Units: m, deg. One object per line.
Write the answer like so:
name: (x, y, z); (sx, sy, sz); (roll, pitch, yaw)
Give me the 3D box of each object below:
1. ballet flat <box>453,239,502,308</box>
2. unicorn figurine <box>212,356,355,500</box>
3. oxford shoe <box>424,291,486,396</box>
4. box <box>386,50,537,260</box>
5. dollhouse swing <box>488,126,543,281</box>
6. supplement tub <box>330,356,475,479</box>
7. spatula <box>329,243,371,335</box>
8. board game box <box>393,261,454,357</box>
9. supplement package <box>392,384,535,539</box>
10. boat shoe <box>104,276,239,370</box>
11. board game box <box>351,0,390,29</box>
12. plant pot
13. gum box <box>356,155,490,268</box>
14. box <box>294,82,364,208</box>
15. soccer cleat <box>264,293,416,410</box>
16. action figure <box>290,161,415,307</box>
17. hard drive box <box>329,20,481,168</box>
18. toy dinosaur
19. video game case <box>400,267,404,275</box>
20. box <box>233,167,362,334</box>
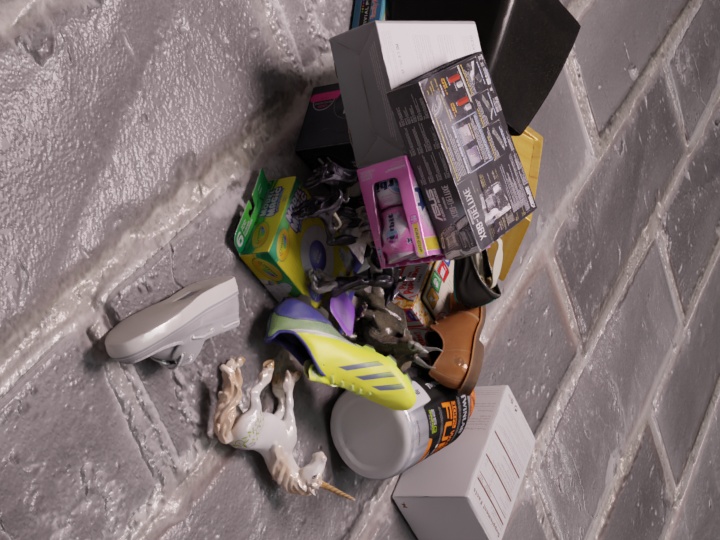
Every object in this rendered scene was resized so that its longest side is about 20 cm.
ballet flat: (0.147, -0.053, 1.627); (0.068, 0.068, 0.201); (-26, 110, -58)
unicorn figurine: (-0.098, 0.176, 1.439); (0.199, 0.074, 0.138); (18, 70, -38)
oxford shoe: (0.119, 0.076, 1.652); (0.200, 0.071, 0.072); (-79, -171, -58)
box: (0.118, -0.131, 1.447); (0.158, 0.050, 0.201); (-35, 107, -52)
dollhouse swing: (0.166, -0.128, 1.899); (0.201, 0.175, 0.182); (-75, -177, -45)
supplement tub: (0.060, 0.181, 1.627); (0.200, 0.122, 0.123); (-19, 101, -57)
spatula: (0.000, 0.000, 1.572); (0.057, 0.020, 0.200); (58, 38, -30)
board game box: (0.113, 0.026, 1.764); (0.152, 0.046, 0.201); (57, 42, -36)
supplement package: (0.145, 0.269, 1.751); (0.118, 0.116, 0.200); (61, 39, -32)
boat shoe: (-0.186, 0.064, 1.315); (0.200, 0.072, 0.069); (-39, 117, -63)
board game box: (0.048, -0.325, 1.755); (0.151, 0.047, 0.201); (35, 57, -51)
plant pot: (0.151, -0.286, 1.704); (0.199, 0.199, 0.178); (27, 73, -54)
gum box: (0.074, -0.069, 1.482); (0.200, 0.066, 0.114); (-7, 83, -63)
box: (0.026, -0.142, 1.623); (0.200, 0.122, 0.107); (46, 49, -45)
soccer cleat: (-0.026, 0.111, 1.481); (0.200, 0.065, 0.084); (37, 52, -9)
action figure: (-0.009, -0.032, 1.490); (0.200, 0.102, 0.119); (55, 36, -41)
hard drive box: (0.068, -0.210, 1.515); (0.200, 0.077, 0.157); (-12, 90, -50)
toy dinosaur: (0.024, 0.069, 1.613); (0.102, 0.077, 0.200); (30, 16, -21)
video game case: (0.098, 0.012, 1.806); (0.200, 0.023, 0.183); (-30, 111, -54)
box: (-0.073, -0.021, 1.519); (0.200, 0.048, 0.118); (50, 45, -40)
